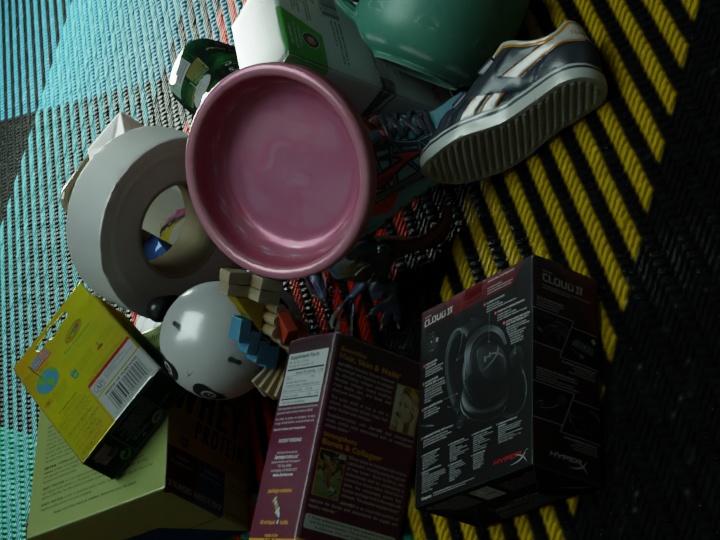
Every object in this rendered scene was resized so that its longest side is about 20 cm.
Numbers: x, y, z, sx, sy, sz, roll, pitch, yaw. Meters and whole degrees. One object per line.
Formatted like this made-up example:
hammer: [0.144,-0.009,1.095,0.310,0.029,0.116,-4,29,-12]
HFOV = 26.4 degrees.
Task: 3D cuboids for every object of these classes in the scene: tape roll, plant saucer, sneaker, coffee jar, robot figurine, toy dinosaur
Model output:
tape roll: [-0.210,-0.050,1.639,0.071,0.202,0.203,19,88,46]
plant saucer: [-0.068,-0.094,1.423,0.200,0.051,0.201,7,105,28]
sneaker: [0.134,-0.150,1.382,0.200,0.078,0.080,-29,52,34]
coffee jar: [-0.130,-0.182,1.657,0.085,0.104,0.200,-65,31,14]
robot figurine: [-0.129,0.070,1.578,0.150,0.200,0.125,-15,88,13]
toy dinosaur: [0.000,0.000,1.548,0.200,0.105,0.181,-31,22,-3]
sneaker: [0.034,-0.115,1.461,0.200,0.096,0.079,-40,27,-1]

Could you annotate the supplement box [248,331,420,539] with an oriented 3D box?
supplement box: [-0.018,0.169,1.399,0.086,0.110,0.200,-14,60,55]

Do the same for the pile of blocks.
pile of blocks: [-0.069,0.080,1.470,0.082,0.200,0.062,-47,27,-13]

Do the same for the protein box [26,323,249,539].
protein box: [-0.236,0.196,1.664,0.198,0.135,0.200,-23,51,28]

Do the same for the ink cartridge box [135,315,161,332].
ink cartridge box: [-0.227,0.132,1.833,0.200,0.043,0.198,-12,62,54]

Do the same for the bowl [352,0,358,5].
bowl: [0.049,-0.339,1.594,0.201,0.094,0.201,-53,11,15]

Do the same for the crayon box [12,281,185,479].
crayon box: [-0.277,0.112,1.616,0.127,0.051,0.200,-51,44,2]

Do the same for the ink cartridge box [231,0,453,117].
ink cartridge box: [-0.016,-0.199,1.536,0.084,0.200,0.146,-52,34,32]

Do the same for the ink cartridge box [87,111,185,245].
ink cartridge box: [-0.212,-0.085,1.776,0.068,0.200,0.117,-46,36,20]

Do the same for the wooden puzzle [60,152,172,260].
wooden puzzle: [-0.252,-0.057,1.798,0.046,0.200,0.185,-40,14,17]

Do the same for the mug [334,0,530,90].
mug: [0.061,-0.246,1.469,0.185,0.152,0.115,24,94,35]

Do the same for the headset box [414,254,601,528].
headset box: [0.119,0.092,1.256,0.149,0.077,0.200,-31,46,47]
